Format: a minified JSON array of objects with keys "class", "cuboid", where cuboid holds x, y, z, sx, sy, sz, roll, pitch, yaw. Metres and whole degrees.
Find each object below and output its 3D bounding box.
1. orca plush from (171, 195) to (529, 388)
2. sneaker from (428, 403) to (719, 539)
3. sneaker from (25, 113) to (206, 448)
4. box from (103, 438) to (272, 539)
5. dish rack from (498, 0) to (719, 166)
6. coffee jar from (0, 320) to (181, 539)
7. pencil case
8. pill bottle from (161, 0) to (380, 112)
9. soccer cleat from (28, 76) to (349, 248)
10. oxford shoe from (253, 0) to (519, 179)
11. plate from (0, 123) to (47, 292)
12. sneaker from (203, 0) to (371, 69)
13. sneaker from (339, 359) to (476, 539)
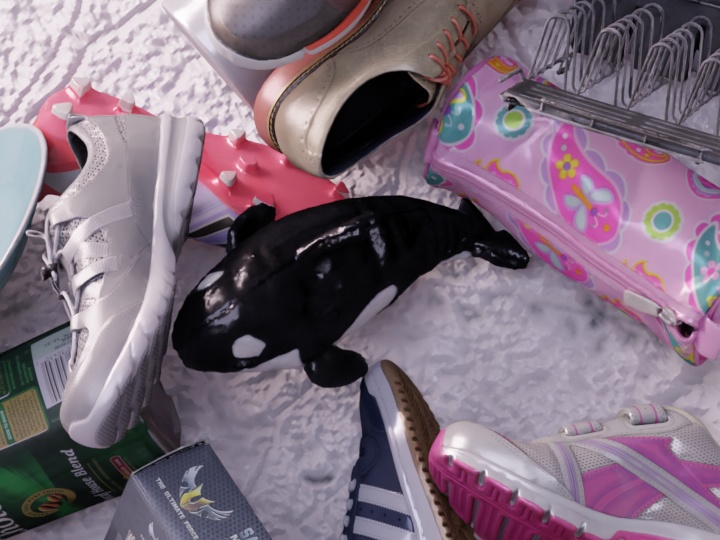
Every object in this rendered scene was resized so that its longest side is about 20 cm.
[{"class":"orca plush","cuboid":[0.000,0.000,1.418,0.199,0.071,0.106,-6,71,-23]},{"class":"sneaker","cuboid":[0.132,0.109,1.396,0.199,0.081,0.089,19,67,-8]},{"class":"sneaker","cuboid":[-0.134,0.003,1.400,0.082,0.075,0.201,10,52,-2]},{"class":"box","cuboid":[-0.062,0.207,1.379,0.051,0.158,0.200,-25,68,-29]},{"class":"dish rack","cuboid":[0.158,-0.101,1.401,0.153,0.200,0.055,16,109,15]},{"class":"coffee jar","cuboid":[-0.202,0.099,1.465,0.199,0.104,0.086,-22,64,6]},{"class":"pencil case","cuboid":[0.128,-0.031,1.438,0.200,0.087,0.088,36,85,19]},{"class":"pill bottle","cuboid":[-0.008,-0.181,1.495,0.200,0.111,0.111,-42,71,-1]},{"class":"soccer cleat","cuboid":[-0.091,-0.040,1.508,0.199,0.077,0.067,22,40,5]},{"class":"oxford shoe","cuboid":[0.039,-0.118,1.438,0.200,0.070,0.075,-43,40,-1]},{"class":"plate","cuboid":[-0.233,0.005,1.484,0.200,0.026,0.201,-36,29,24]},{"class":"sneaker","cuboid":[-0.004,-0.186,1.396,0.200,0.082,0.077,-41,78,-1]},{"class":"sneaker","cuboid":[0.005,0.151,1.425,0.108,0.070,0.201,-24,64,14]}]
